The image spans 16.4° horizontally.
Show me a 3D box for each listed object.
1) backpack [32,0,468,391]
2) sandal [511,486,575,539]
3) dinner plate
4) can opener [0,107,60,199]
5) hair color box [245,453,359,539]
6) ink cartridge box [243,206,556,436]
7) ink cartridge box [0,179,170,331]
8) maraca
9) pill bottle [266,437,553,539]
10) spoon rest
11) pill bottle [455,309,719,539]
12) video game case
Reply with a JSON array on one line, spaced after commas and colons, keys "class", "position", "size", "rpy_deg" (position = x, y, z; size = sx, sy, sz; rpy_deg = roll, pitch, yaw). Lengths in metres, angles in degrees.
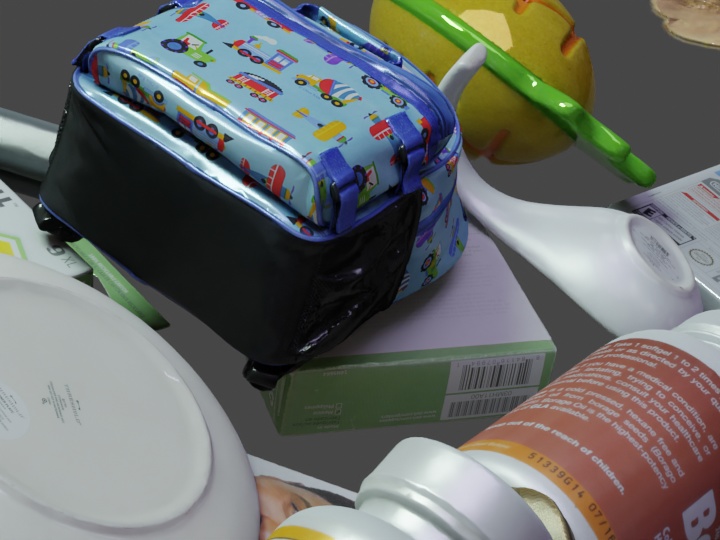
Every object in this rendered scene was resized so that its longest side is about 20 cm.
[{"class": "backpack", "position": [-0.031, -0.060, 1.224], "size": [0.182, 0.135, 0.200], "rpy_deg": [35, 38, 23]}, {"class": "sandal", "position": [0.057, 0.189, 1.019], "size": [0.080, 0.054, 0.201], "rpy_deg": [0, 65, 18]}, {"class": "dinner plate", "position": [-0.122, 0.058, 1.002], "size": [0.199, 0.024, 0.201], "rpy_deg": [26, 33, -18]}, {"class": "can opener", "position": [-0.209, -0.059, 1.336], "size": [0.199, 0.053, 0.067], "rpy_deg": [13, 71, 6]}, {"class": "hair color box", "position": [-0.073, 0.123, 1.047], "size": [0.199, 0.061, 0.102], "rpy_deg": [22, 34, -28]}, {"class": "ink cartridge box", "position": [0.000, 0.000, 1.303], "size": [0.145, 0.048, 0.200], "rpy_deg": [-4, 38, -19]}, {"class": "ink cartridge box", "position": [-0.199, 0.007, 1.232], "size": [0.199, 0.060, 0.104], "rpy_deg": [-20, 45, -35]}, {"class": "maraca", "position": [0.084, -0.108, 1.406], "size": [0.200, 0.107, 0.137], "rpy_deg": [37, 5, 30]}, {"class": "pill bottle", "position": [-0.014, 0.162, 0.951], "size": [0.112, 0.113, 0.200], "rpy_deg": [30, 63, 24]}, {"class": "spoon rest", "position": [0.107, -0.026, 1.317], "size": [0.200, 0.061, 0.099], "rpy_deg": [48, 27, -2]}, {"class": "pill bottle", "position": [0.122, 0.096, 1.153], "size": [0.112, 0.113, 0.200], "rpy_deg": [33, 43, 27]}, {"class": "video game case", "position": [0.256, -0.019, 1.414], "size": [0.199, 0.018, 0.143], "rpy_deg": [-20, 46, -34]}]
